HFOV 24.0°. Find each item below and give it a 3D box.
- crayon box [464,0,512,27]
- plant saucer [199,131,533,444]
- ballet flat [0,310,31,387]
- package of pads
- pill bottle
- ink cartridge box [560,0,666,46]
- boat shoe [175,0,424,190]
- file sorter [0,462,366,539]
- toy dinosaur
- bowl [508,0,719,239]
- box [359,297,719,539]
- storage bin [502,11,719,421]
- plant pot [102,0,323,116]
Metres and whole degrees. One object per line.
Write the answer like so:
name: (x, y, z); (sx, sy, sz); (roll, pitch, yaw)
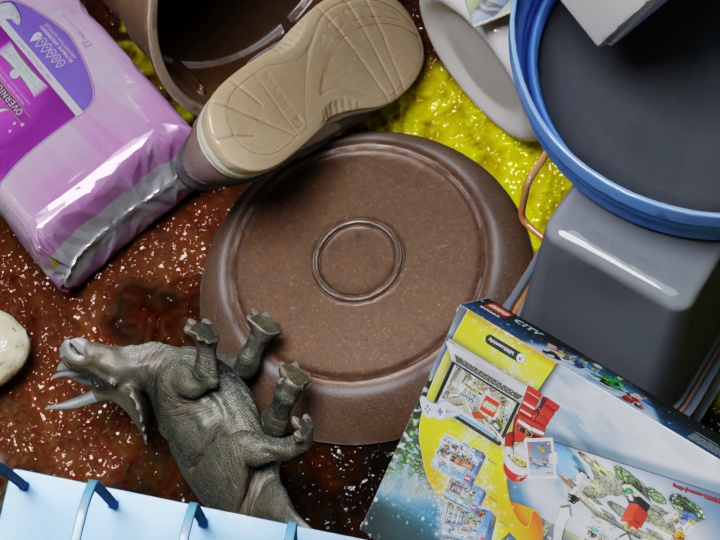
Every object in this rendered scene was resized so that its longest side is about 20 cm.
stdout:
crayon box: (0.092, -0.237, 0.947); (0.125, 0.052, 0.201); (-21, 48, 8)
plant saucer: (0.000, 0.000, 0.974); (0.198, 0.035, 0.202); (-5, 63, 9)
ballet flat: (-0.290, 0.043, 0.994); (0.198, 0.057, 0.067); (2, 65, 12)
package of pads: (-0.192, -0.095, 1.034); (0.120, 0.076, 0.200); (-37, 63, -10)
pill bottle: (0.142, -0.178, 0.990); (0.200, 0.115, 0.114); (-39, 63, -10)
ink cartridge box: (0.112, -0.231, 0.788); (0.145, 0.084, 0.200); (-40, 90, -15)
boat shoe: (-0.036, -0.104, 0.986); (0.072, 0.065, 0.200); (57, 45, -9)
file sorter: (-0.088, 0.173, 0.779); (0.198, 0.123, 0.140); (11, 76, 0)
toy dinosaur: (-0.072, 0.089, 0.925); (0.200, 0.077, 0.103); (44, 123, 14)
bowl: (0.171, -0.106, 0.829); (0.198, 0.039, 0.202); (-1, 64, 2)
box: (0.110, 0.122, 0.849); (0.199, 0.038, 0.138); (31, 109, 23)
storage bin: (0.157, -0.035, 0.892); (0.145, 0.135, 0.201); (30, 68, 16)
plant pot: (-0.103, -0.225, 1.028); (0.200, 0.201, 0.198); (-43, 56, -12)
